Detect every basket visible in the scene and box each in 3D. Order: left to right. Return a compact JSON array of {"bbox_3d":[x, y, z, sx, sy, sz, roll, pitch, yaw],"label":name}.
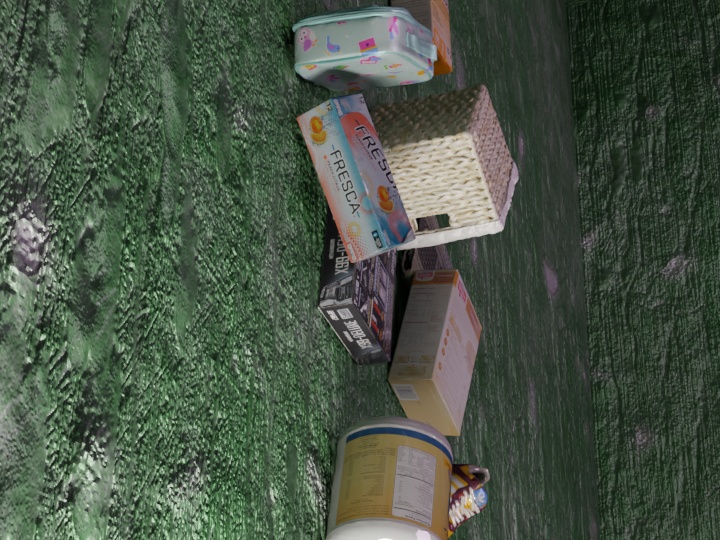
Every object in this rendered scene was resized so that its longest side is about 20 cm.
[{"bbox_3d":[0.107,-0.150,1.874,0.200,0.198,0.161,-66,142,-58],"label":"basket"}]

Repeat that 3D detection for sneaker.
[{"bbox_3d":[0.142,0.348,1.950,0.200,0.090,0.075,-62,141,-62],"label":"sneaker"}]

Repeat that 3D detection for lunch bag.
[{"bbox_3d":[0.011,-0.287,1.686,0.200,0.160,0.077,3,81,-71],"label":"lunch bag"}]

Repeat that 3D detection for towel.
[{"bbox_3d":[0.104,0.001,2.087,0.193,0.034,0.200,-75,154,-44],"label":"towel"}]

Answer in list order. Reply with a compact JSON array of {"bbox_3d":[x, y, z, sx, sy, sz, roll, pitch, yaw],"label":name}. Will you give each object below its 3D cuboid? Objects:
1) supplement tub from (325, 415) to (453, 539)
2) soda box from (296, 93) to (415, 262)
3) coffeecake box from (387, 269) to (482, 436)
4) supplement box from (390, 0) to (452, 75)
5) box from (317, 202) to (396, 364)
[{"bbox_3d":[0.034,0.291,1.550,0.145,0.144,0.200,63,26,-46],"label":"supplement tub"},{"bbox_3d":[-0.005,-0.116,1.625,0.064,0.068,0.200,-19,88,-49],"label":"soda box"},{"bbox_3d":[0.115,0.122,1.950,0.154,0.073,0.200,63,34,-46],"label":"coffeecake box"},{"bbox_3d":[0.100,-0.438,2.167,0.126,0.073,0.201,37,48,-67],"label":"supplement box"},{"bbox_3d":[0.000,0.000,1.717,0.158,0.050,0.200,58,30,-53],"label":"box"}]
